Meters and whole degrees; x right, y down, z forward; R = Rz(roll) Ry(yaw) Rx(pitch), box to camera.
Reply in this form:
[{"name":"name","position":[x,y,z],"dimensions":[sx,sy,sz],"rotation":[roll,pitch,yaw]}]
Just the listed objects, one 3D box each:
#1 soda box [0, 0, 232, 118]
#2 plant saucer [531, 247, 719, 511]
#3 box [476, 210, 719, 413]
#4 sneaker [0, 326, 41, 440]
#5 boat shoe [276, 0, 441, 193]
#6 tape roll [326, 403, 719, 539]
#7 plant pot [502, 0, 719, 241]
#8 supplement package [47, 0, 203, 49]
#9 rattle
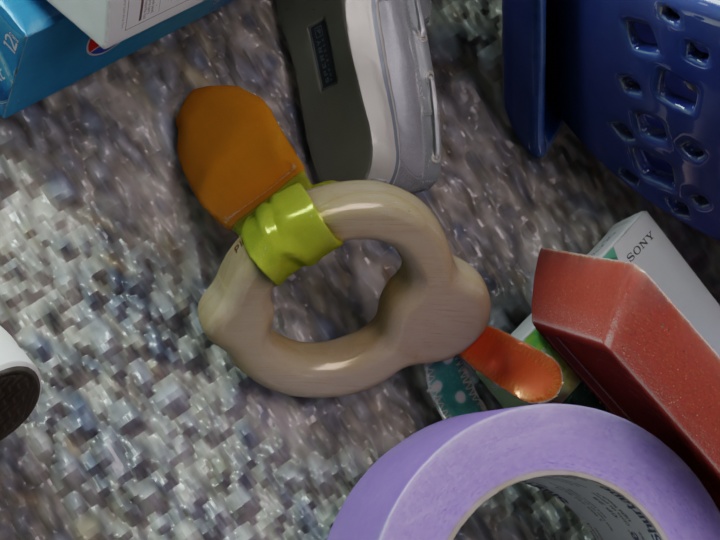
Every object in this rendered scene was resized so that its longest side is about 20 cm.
[{"name":"soda box","position":[-0.116,-0.157,1.185],"dimensions":[0.199,0.068,0.064],"rotation":[-33,73,-35]},{"name":"plant saucer","position":[0.165,0.077,1.185],"dimensions":[0.037,0.200,0.200],"rotation":[-43,98,-5]},{"name":"box","position":[0.171,0.086,1.303],"dimensions":[0.200,0.036,0.144],"rotation":[50,56,-6]},{"name":"sneaker","position":[-0.247,0.073,1.052],"dimensions":[0.199,0.073,0.085],"rotation":[-27,55,-27]},{"name":"boat shoe","position":[0.003,-0.135,1.265],"dimensions":[0.071,0.070,0.203],"rotation":[1,76,-42]},{"name":"tape roll","position":[0.083,0.168,1.164],"dimensions":[0.198,0.085,0.202],"rotation":[2,83,-18]},{"name":"plant pot","position":[0.184,-0.156,1.284],"dimensions":[0.179,0.201,0.201],"rotation":[19,58,17]},{"name":"supplement package","position":[-0.086,-0.236,1.107],"dimensions":[0.199,0.151,0.152],"rotation":[-31,58,-34]},{"name":"rattle","position":[0.000,0.000,1.225],"dimensions":[0.199,0.143,0.131],"rotation":[15,103,-35]}]
